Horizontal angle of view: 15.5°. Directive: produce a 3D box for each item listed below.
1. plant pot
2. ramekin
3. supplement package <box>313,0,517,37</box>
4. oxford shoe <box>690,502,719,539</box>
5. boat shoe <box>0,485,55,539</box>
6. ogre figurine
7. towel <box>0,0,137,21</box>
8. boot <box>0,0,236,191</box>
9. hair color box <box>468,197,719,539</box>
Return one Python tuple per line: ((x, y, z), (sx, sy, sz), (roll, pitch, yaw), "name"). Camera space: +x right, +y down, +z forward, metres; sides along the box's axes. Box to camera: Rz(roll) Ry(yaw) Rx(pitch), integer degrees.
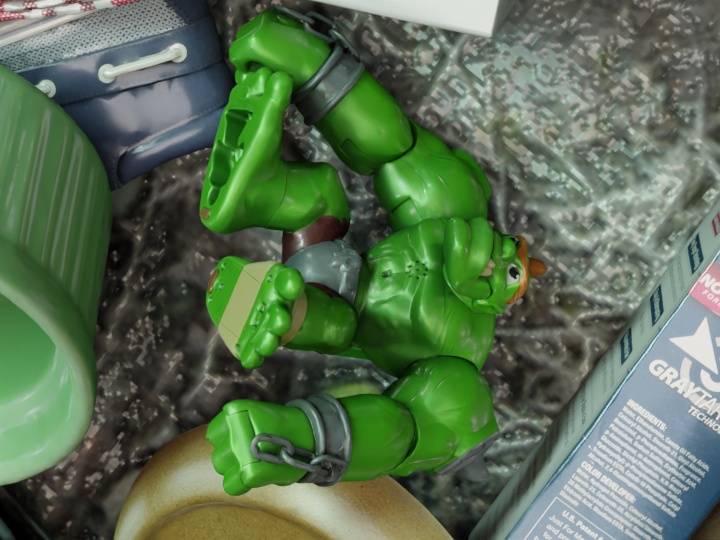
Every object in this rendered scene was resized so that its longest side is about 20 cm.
((-0.026, 0.156, 1.047), (0.199, 0.027, 0.201), (18, 122, 30), "plant pot")
((-0.189, -0.007, 1.007), (0.199, 0.200, 0.098), (8, 57, 4), "ramekin")
((0.008, -0.159, 0.957), (0.121, 0.200, 0.120), (13, 100, 4), "supplement package")
((0.143, 0.142, 1.056), (0.070, 0.075, 0.200), (43, 100, -2), "oxford shoe")
((-0.101, 0.138, 1.034), (0.199, 0.074, 0.066), (29, 85, 36), "boat shoe")
((0.000, 0.000, 1.011), (0.119, 0.201, 0.098), (20, 125, -29), "ogre figurine")
((-0.161, -0.154, 1.030), (0.199, 0.030, 0.147), (-9, 63, 7), "towel")
((-0.147, -0.060, 1.053), (0.199, 0.073, 0.091), (-20, 99, 12), "boot")
((0.119, 0.057, 1.032), (0.060, 0.100, 0.200), (35, 101, -2), "hair color box")
